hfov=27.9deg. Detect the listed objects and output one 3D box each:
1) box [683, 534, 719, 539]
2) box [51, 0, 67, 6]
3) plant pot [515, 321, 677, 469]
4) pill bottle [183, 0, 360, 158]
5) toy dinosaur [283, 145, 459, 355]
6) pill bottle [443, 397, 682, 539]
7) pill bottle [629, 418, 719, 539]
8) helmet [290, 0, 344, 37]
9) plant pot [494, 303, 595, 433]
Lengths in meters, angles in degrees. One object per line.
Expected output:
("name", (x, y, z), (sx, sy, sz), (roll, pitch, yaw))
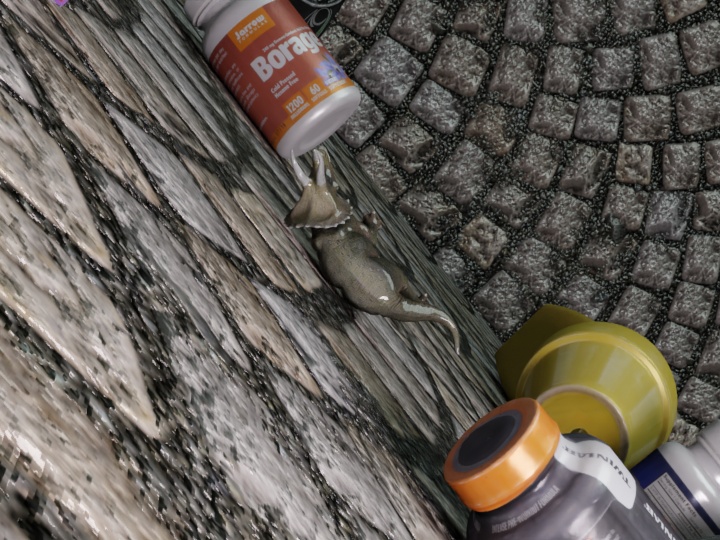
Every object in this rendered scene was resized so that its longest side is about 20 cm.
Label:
("box", (0.343, 0.316, 1.295), (0.199, 0.049, 0.160), (11, 74, -54))
("box", (-0.244, -0.262, 0.857), (0.201, 0.039, 0.137), (54, 6, 21))
("plant pot", (0.278, 0.179, 1.771), (0.201, 0.200, 0.189), (52, 21, 2))
("pill bottle", (-0.100, -0.230, 1.566), (0.201, 0.112, 0.112), (52, 5, 6))
("toy dinosaur", (0.000, 0.000, 1.171), (0.201, 0.077, 0.102), (58, 18, 13))
("pill bottle", (0.134, 0.171, 0.860), (0.200, 0.106, 0.106), (51, 5, -14))
("pill bottle", (0.332, 0.256, 1.552), (0.120, 0.199, 0.120), (51, 4, -5))
("helmet", (-0.141, -0.501, 2.718), (0.199, 0.190, 0.202), (21, 52, -28))
("plant pot", (0.315, 0.167, 2.193), (0.200, 0.194, 0.195), (47, 2, 27))
